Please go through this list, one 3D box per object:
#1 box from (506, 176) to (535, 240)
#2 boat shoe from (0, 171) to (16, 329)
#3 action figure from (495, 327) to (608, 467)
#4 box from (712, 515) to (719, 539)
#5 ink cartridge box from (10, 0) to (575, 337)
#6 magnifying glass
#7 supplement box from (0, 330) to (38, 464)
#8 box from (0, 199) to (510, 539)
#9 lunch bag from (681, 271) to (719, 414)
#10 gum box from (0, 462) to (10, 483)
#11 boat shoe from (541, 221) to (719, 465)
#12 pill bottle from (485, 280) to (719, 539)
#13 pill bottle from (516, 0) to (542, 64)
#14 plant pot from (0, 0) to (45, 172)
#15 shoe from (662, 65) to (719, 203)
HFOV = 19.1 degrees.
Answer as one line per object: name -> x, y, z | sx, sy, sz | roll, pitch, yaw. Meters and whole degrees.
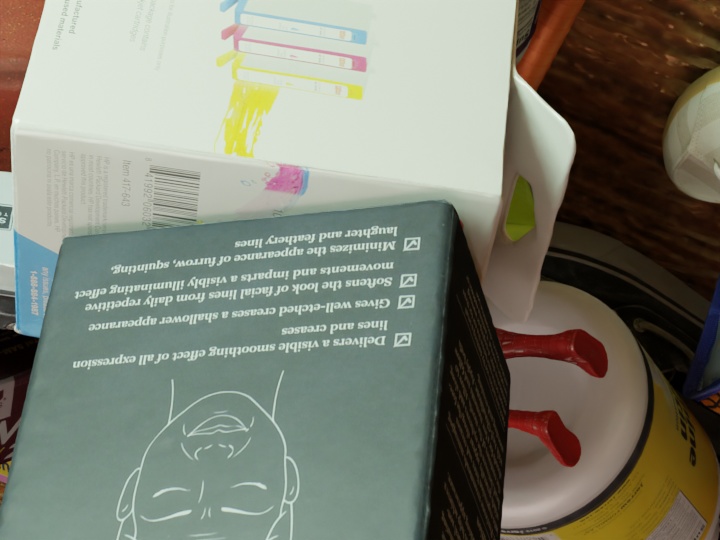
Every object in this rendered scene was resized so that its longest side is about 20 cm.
box -> -0.031, 0.003, 0.962 | 0.199, 0.048, 0.122 | 4, 132, -15
boat shoe -> -0.182, -0.010, 0.897 | 0.199, 0.072, 0.068 | 7, 141, -1
action figure -> 0.005, 0.050, 0.899 | 0.200, 0.066, 0.052 | 4, 155, 33
box -> 0.164, 0.159, 1.163 | 0.159, 0.046, 0.200 | 9, 154, 27
ink cartridge box -> -0.023, -0.045, 0.820 | 0.199, 0.125, 0.129 | 9, 142, -2
magnifying glass -> 0.059, -0.062, 0.998 | 0.022, 0.080, 0.200 | 30, 132, 0
supplement box -> -0.243, 0.026, 1.104 | 0.200, 0.109, 0.061 | 36, 127, 33
box -> -0.034, 0.089, 0.728 | 0.148, 0.200, 0.107 | -5, 140, 15
lunch bag -> 0.267, 0.029, 0.933 | 0.170, 0.124, 0.200 | 31, 146, -14
gum box -> -0.177, 0.057, 1.182 | 0.200, 0.066, 0.114 | 14, 119, 42
boat shoe -> 0.139, 0.041, 1.071 | 0.200, 0.064, 0.071 | 27, 142, -3
pill bottle -> 0.102, 0.090, 0.982 | 0.112, 0.112, 0.200 | 3, 158, 25
pill bottle -> 0.026, -0.139, 0.886 | 0.112, 0.112, 0.200 | 20, 142, 6
plant pot -> -0.177, -0.090, 1.002 | 0.176, 0.200, 0.200 | 1, 138, 7
shoe -> 0.182, -0.055, 0.908 | 0.070, 0.053, 0.200 | 30, 161, -14
